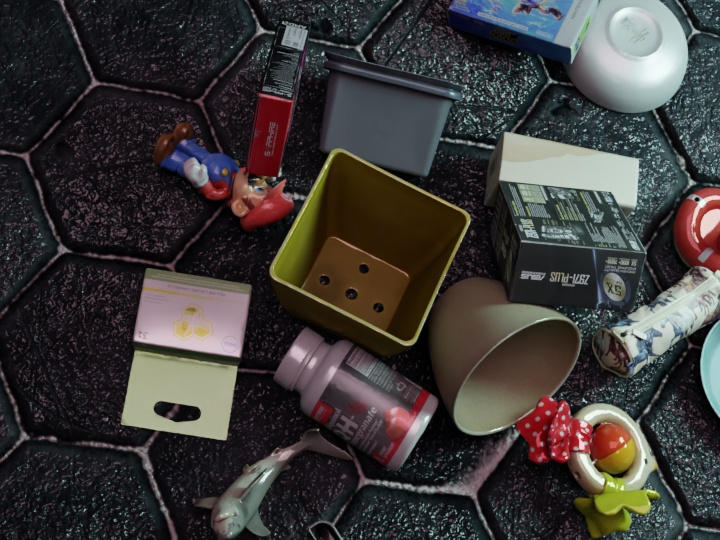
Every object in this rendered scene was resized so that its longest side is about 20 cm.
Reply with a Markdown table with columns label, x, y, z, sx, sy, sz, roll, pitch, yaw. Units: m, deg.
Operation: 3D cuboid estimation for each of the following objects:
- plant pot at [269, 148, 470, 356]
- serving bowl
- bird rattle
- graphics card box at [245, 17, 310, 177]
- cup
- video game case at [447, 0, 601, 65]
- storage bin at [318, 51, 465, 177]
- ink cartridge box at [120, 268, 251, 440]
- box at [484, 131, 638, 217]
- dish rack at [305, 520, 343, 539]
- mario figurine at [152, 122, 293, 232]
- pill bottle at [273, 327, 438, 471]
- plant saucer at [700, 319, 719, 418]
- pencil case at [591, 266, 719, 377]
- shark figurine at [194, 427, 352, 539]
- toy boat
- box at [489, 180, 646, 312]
| label | x | y | z | sx | sy | sz | roll | pitch | yaw |
| --- | --- | --- | --- | --- | --- | --- | --- | --- | --- |
| plant pot | 0.000 | 0.000 | 1.623 | 0.198 | 0.177 | 0.201 | 26 | 66 | 1 |
| serving bowl | 0.401 | -0.340 | 1.863 | 0.197 | 0.066 | 0.203 | 3 | 70 | -7 |
| bird rattle | 0.307 | 0.244 | 1.643 | 0.162 | 0.113 | 0.201 | -28 | 73 | -38 |
| graphics card box | -0.110 | -0.234 | 1.678 | 0.050 | 0.126 | 0.201 | 11 | 40 | -4 |
| cup | 0.166 | 0.092 | 1.627 | 0.199 | 0.201 | 0.144 | -26 | 52 | -16 |
| video game case | 0.255 | -0.415 | 1.850 | 0.198 | 0.046 | 0.182 | 21 | 67 | 17 |
| storage bin | 0.030 | -0.214 | 1.738 | 0.198 | 0.146 | 0.136 | 14 | 97 | -4 |
| ink cartridge box | -0.226 | 0.108 | 1.625 | 0.144 | 0.048 | 0.202 | 9 | 67 | -6 |
| box | 0.282 | -0.124 | 1.755 | 0.197 | 0.095 | 0.079 | 11 | 69 | -6 |
| dish rack | -0.084 | 0.423 | 1.531 | 0.199 | 0.055 | 0.154 | -31 | 77 | -17 |
| mario figurine | -0.174 | -0.139 | 1.688 | 0.199 | 0.106 | 0.124 | 31 | 67 | 5 |
| pill bottle | -0.008 | 0.160 | 1.604 | 0.199 | 0.111 | 0.111 | 32 | 69 | 4 |
| plant saucer | 0.560 | 0.149 | 1.731 | 0.197 | 0.036 | 0.203 | 3 | 70 | -7 |
| pencil case | 0.415 | 0.068 | 1.710 | 0.199 | 0.090 | 0.078 | -30 | 77 | -18 |
| shark figurine | -0.119 | 0.285 | 1.577 | 0.214 | 0.128 | 0.090 | -39 | 106 | -36 |
| toy boat | 0.532 | -0.045 | 1.731 | 0.130 | 0.131 | 0.200 | -41 | 62 | -21 |
| box | 0.264 | -0.034 | 1.622 | 0.162 | 0.087 | 0.201 | 5 | 25 | -5 |
